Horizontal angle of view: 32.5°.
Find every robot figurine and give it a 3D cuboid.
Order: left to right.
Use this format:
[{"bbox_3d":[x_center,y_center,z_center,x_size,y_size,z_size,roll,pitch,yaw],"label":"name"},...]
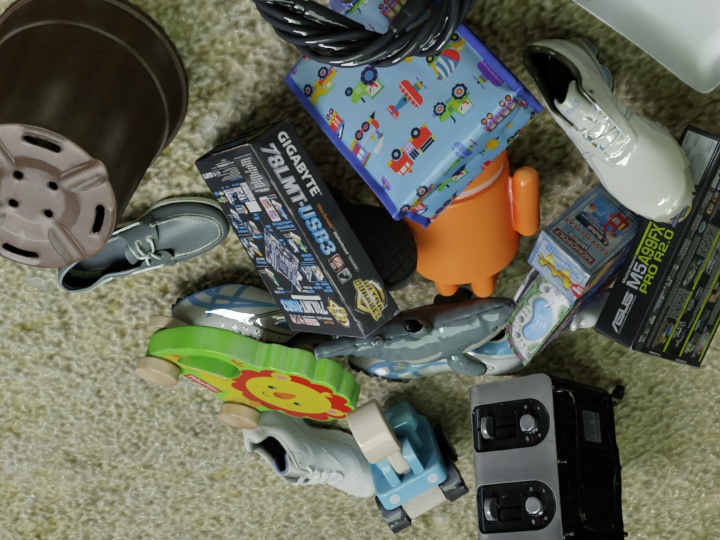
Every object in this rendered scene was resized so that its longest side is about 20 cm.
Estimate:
[{"bbox_3d":[0.088,-0.069,1.176,0.116,0.144,0.202,-30,129,-20],"label":"robot figurine"}]

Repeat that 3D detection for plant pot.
[{"bbox_3d":[-0.270,-0.120,1.118,0.197,0.199,0.202,2,129,3],"label":"plant pot"}]

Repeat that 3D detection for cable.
[{"bbox_3d":[-0.001,-0.244,1.031,0.197,0.165,0.051,-13,170,3],"label":"cable"}]

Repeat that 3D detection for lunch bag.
[{"bbox_3d":[0.033,-0.164,1.068,0.151,0.094,0.200,-44,73,12],"label":"lunch bag"}]

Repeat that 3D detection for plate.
[{"bbox_3d":[0.289,-0.276,1.048,0.198,0.033,0.200,30,125,-17],"label":"plate"}]

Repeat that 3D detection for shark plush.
[{"bbox_3d":[0.051,0.052,1.222,0.197,0.092,0.083,3,167,-6],"label":"shark plush"}]

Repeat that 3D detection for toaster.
[{"bbox_3d":[0.202,0.209,1.312,0.117,0.184,0.199,-10,165,33],"label":"toaster"}]

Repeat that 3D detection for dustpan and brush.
[{"bbox_3d":[0.264,0.018,1.202,0.057,0.200,0.141,30,131,16],"label":"dustpan and brush"}]

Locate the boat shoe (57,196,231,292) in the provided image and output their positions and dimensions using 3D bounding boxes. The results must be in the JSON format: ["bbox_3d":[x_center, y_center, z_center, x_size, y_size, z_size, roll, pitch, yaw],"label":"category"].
[{"bbox_3d":[-0.225,-0.020,1.277,0.197,0.062,0.073,-13,126,15],"label":"boat shoe"}]

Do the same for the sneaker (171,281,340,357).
[{"bbox_3d":[-0.105,0.056,1.313,0.197,0.073,0.072,3,157,2],"label":"sneaker"}]

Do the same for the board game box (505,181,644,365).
[{"bbox_3d":[0.206,-0.012,1.157,0.062,0.199,0.201,43,127,14],"label":"board game box"}]

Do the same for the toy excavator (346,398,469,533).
[{"bbox_3d":[0.033,0.191,1.343,0.099,0.195,0.201,-29,115,6],"label":"toy excavator"}]

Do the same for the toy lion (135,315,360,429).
[{"bbox_3d":[-0.106,0.109,1.292,0.190,0.069,0.199,-9,147,42],"label":"toy lion"}]

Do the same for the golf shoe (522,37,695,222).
[{"bbox_3d":[0.205,-0.122,1.071,0.097,0.201,0.078,2,136,-51],"label":"golf shoe"}]

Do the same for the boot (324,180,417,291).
[{"bbox_3d":[0.000,0.000,1.215,0.069,0.200,0.133,-27,128,-19],"label":"boot"}]

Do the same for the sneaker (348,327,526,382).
[{"bbox_3d":[0.083,0.077,1.319,0.197,0.072,0.074,-5,104,12],"label":"sneaker"}]

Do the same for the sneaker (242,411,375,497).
[{"bbox_3d":[-0.063,0.219,1.435,0.199,0.088,0.075,32,123,-20],"label":"sneaker"}]

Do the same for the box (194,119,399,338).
[{"bbox_3d":[-0.065,-0.034,1.147,0.049,0.200,0.200,-35,102,-18],"label":"box"}]

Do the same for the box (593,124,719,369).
[{"bbox_3d":[0.306,-0.016,1.135,0.159,0.044,0.202,14,101,-52],"label":"box"}]
